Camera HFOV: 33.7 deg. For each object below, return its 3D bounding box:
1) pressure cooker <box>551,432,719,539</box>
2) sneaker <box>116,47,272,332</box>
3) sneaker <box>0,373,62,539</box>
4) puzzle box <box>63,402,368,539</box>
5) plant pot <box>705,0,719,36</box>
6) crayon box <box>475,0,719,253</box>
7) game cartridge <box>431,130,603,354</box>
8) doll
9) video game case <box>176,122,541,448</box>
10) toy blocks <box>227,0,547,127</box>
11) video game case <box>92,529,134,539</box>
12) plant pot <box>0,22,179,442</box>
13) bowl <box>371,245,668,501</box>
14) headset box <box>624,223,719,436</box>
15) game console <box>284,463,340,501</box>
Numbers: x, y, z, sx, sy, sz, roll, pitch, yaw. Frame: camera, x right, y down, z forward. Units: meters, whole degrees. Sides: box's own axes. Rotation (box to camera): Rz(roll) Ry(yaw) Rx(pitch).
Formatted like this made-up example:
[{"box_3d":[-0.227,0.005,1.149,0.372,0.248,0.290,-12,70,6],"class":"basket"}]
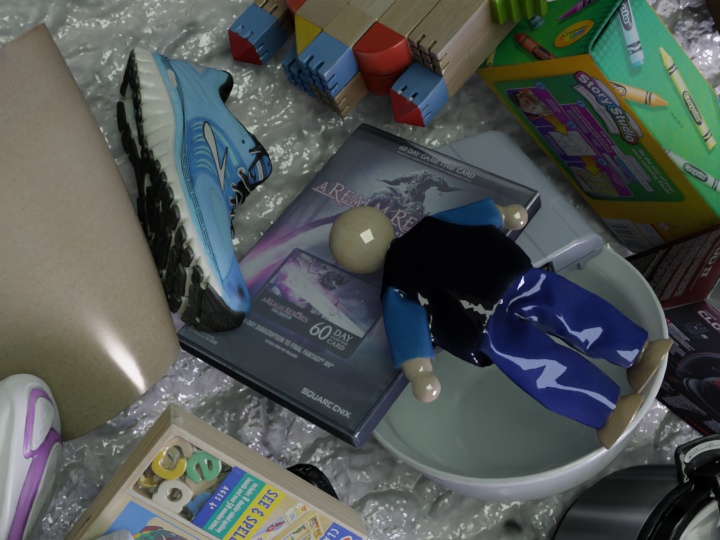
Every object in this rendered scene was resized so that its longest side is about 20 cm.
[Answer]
[{"box_3d":[0.225,0.204,0.744,0.176,0.200,0.179,34,74,-9],"class":"pressure cooker"},{"box_3d":[-0.092,-0.057,0.746,0.090,0.078,0.200,-3,63,-24],"class":"sneaker"},{"box_3d":[-0.226,0.135,0.655,0.099,0.075,0.200,23,117,-2],"class":"sneaker"},{"box_3d":[-0.107,0.183,0.658,0.133,0.025,0.200,33,103,-21],"class":"puzzle box"},{"box_3d":[0.312,-0.270,0.874,0.187,0.187,0.200,-6,97,-16],"class":"plant pot"},{"box_3d":[0.182,-0.091,0.794,0.200,0.119,0.058,44,72,-26],"class":"crayon box"},{"box_3d":[0.038,-0.011,0.773,0.200,0.041,0.133,-29,48,-8],"class":"game cartridge"},{"box_3d":[0.069,0.022,0.673,0.200,0.048,0.137,31,65,9],"class":"doll"},{"box_3d":[0.000,0.000,0.741,0.143,0.019,0.200,25,64,30],"class":"video game case"},{"box_3d":[0.002,-0.165,0.780,0.200,0.100,0.137,35,78,25],"class":"toy blocks"},{"box_3d":[-0.172,0.252,0.650,0.182,0.022,0.200,-21,115,-1],"class":"video game case"},{"box_3d":[-0.200,-0.006,0.686,0.187,0.187,0.200,-39,106,-18],"class":"plant pot"},{"box_3d":[0.098,0.074,0.768,0.201,0.090,0.201,-10,46,10],"class":"bowl"},{"box_3d":[0.255,0.046,0.779,0.149,0.200,0.075,37,73,-6],"class":"headset box"},{"box_3d":[-0.067,0.241,0.705,0.116,0.176,0.200,-26,89,-46],"class":"game console"}]
